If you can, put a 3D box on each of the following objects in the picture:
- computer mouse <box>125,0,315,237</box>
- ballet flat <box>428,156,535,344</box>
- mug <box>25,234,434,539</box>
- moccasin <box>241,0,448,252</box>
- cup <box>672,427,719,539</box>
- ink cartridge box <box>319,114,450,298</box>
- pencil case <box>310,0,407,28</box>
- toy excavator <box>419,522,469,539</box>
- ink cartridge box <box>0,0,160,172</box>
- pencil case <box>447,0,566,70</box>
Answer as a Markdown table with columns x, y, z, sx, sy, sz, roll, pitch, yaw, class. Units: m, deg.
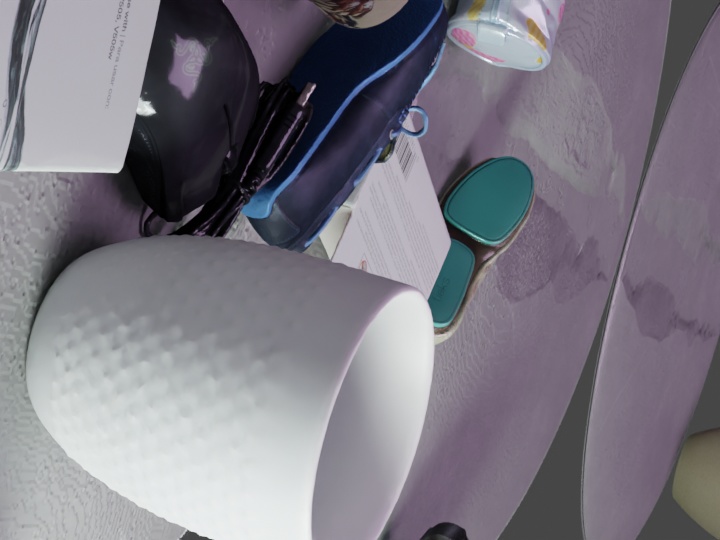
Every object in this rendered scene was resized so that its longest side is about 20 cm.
| x | y | z | sx | sy | sz | roll | pitch | yaw | class |
| --- | --- | --- | --- | --- | --- | --- | --- | --- | --- |
| -0.079 | -0.082 | 0.939 | 0.139 | 0.052 | 0.200 | -56 | 153 | -16 | computer mouse |
| 0.073 | -0.013 | 1.414 | 0.200 | 0.067 | 0.062 | -54 | 179 | -37 | ballet flat |
| -0.061 | 0.056 | 0.930 | 0.200 | 0.174 | 0.149 | -4 | 109 | -69 | mug |
| -0.011 | -0.092 | 1.109 | 0.200 | 0.080 | 0.068 | -49 | 135 | -26 | moccasin |
| 0.553 | 0.315 | 2.735 | 0.200 | 0.142 | 0.202 | -51 | 149 | -46 | cup |
| 0.000 | 0.000 | 1.236 | 0.200 | 0.043 | 0.175 | 67 | 43 | -59 | ink cartridge box |
| -0.029 | -0.183 | 0.988 | 0.200 | 0.089 | 0.079 | 3 | 73 | -69 | pencil case |
| 0.041 | 0.332 | 1.506 | 0.195 | 0.199 | 0.100 | 55 | 36 | -4 | toy excavator |
| -0.173 | -0.087 | 0.584 | 0.200 | 0.146 | 0.084 | -7 | 112 | -67 | ink cartridge box |
| 0.130 | -0.248 | 1.336 | 0.091 | 0.083 | 0.202 | 126 | -16 | -81 | pencil case |
